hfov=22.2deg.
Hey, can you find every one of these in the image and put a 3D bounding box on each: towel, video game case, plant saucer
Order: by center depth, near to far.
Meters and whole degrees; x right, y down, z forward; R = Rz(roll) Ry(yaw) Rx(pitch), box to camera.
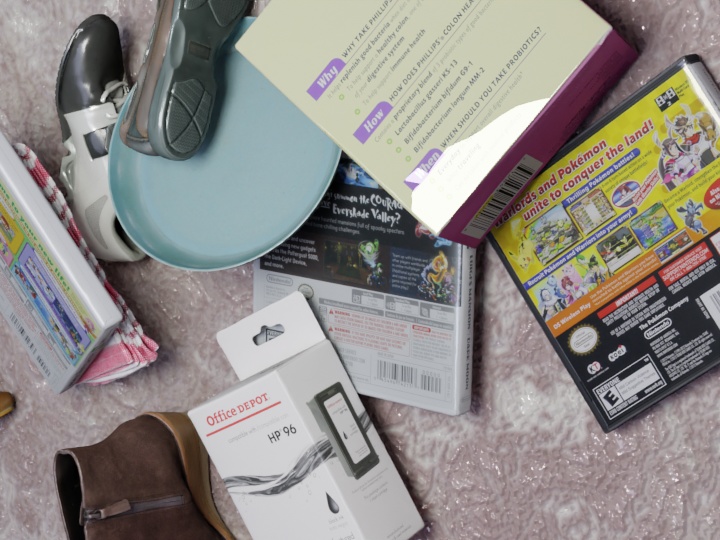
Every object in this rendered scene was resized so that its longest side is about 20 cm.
[{"bbox_3d":[0.196,-0.015,1.243,0.200,0.025,0.182,-37,79,33],"label":"video game case"},{"bbox_3d":[0.000,0.000,1.360,0.199,0.023,0.184,11,105,38],"label":"video game case"},{"bbox_3d":[-0.096,-0.091,1.367,0.198,0.027,0.202,-9,68,23],"label":"plant saucer"},{"bbox_3d":[-0.267,-0.013,1.444,0.201,0.022,0.182,56,152,5],"label":"video game case"},{"bbox_3d":[-0.243,-0.001,1.470,0.201,0.030,0.146,61,151,-5],"label":"towel"}]

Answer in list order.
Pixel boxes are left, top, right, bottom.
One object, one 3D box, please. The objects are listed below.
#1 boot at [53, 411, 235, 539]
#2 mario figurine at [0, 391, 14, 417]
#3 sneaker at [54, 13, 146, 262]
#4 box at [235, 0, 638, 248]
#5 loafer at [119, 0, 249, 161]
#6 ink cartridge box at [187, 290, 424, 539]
[{"bbox_3d":[-0.170,0.216,1.433,0.072,0.166,0.202,-6,96,33],"label":"boot"},{"bbox_3d":[-0.369,0.044,1.597,0.123,0.106,0.201,-27,96,-3],"label":"mario figurine"},{"bbox_3d":[-0.189,-0.100,1.444,0.088,0.074,0.202,18,120,26],"label":"sneaker"},{"bbox_3d":[0.051,-0.148,1.238,0.200,0.097,0.176,43,100,17],"label":"box"},{"bbox_3d":[-0.134,-0.182,1.364,0.062,0.072,0.202,8,78,37],"label":"loafer"},{"bbox_3d":[-0.051,0.131,1.378,0.116,0.068,0.201,-27,91,43],"label":"ink cartridge box"}]
